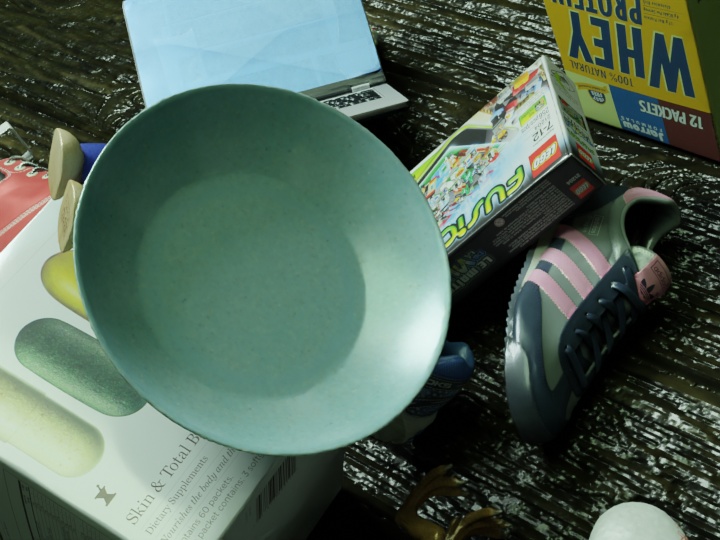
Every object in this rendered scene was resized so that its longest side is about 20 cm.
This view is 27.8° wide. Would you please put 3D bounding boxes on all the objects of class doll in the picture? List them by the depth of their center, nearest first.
[{"bbox_3d":[-0.068,-0.036,0.805,0.198,0.049,0.137,-1,48,-23],"label":"doll"}]

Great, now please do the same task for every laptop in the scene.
[{"bbox_3d":[-0.077,-0.161,1.071,0.185,0.117,0.200,-15,14,-3],"label":"laptop"}]

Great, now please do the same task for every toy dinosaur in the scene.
[{"bbox_3d":[0.029,0.163,0.774,0.198,0.061,0.107,2,47,29],"label":"toy dinosaur"}]

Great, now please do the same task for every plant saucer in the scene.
[{"bbox_3d":[-0.051,0.002,0.742,0.199,0.039,0.203,9,64,-18],"label":"plant saucer"}]

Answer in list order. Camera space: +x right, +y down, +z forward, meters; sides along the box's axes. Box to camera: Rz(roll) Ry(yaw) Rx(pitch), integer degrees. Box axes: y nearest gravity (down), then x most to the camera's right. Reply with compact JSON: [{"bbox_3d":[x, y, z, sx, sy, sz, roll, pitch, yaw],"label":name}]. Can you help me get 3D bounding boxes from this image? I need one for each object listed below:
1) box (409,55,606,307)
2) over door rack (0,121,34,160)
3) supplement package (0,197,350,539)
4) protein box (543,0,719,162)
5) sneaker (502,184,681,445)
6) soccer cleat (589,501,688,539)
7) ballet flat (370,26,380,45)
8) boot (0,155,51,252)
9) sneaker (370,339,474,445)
[{"bbox_3d":[0.063,-0.037,0.935,0.200,0.035,0.111,-41,32,25],"label":"box"},{"bbox_3d":[-0.350,-0.055,1.201,0.200,0.067,0.148,-50,41,2],"label":"over door rack"},{"bbox_3d":[-0.129,0.094,0.809,0.199,0.151,0.152,28,58,16],"label":"supplement package"},{"bbox_3d":[0.236,-0.223,0.992,0.200,0.200,0.134,-43,42,-21],"label":"protein box"},{"bbox_3d":[0.141,0.018,0.871,0.081,0.070,0.201,-5,43,28],"label":"sneaker"},{"bbox_3d":[0.135,0.179,0.679,0.068,0.086,0.201,-12,41,15],"label":"soccer cleat"},{"bbox_3d":[-0.055,-0.152,1.170,0.075,0.064,0.200,5,46,44],"label":"ballet flat"},{"bbox_3d":[-0.183,-0.059,0.964,0.199,0.073,0.144,-36,47,-5],"label":"boot"},{"bbox_3d":[0.000,0.000,0.875,0.085,0.201,0.077,-37,-2,29],"label":"sneaker"}]
